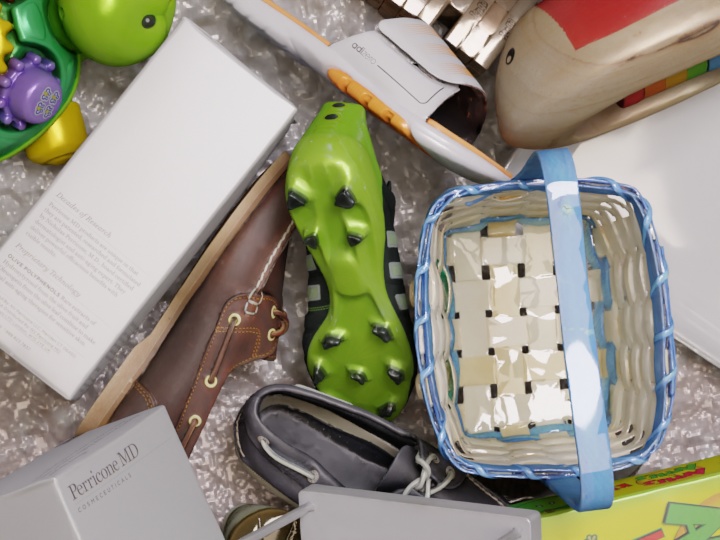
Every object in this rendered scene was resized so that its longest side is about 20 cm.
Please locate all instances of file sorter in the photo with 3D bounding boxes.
[{"bbox_3d":[0.007,0.227,1.048,0.138,0.124,0.202,3,101,30],"label":"file sorter"}]

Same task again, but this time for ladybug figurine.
[{"bbox_3d":[0.160,-0.132,1.140,0.199,0.136,0.072,-23,81,-8],"label":"ladybug figurine"}]

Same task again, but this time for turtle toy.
[{"bbox_3d":[-0.198,-0.127,1.140,0.199,0.101,0.147,-17,90,-7],"label":"turtle toy"}]

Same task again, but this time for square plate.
[{"bbox_3d":[0.197,-0.065,1.220,0.197,0.028,0.201,31,85,-4],"label":"square plate"}]

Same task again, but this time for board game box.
[{"bbox_3d":[0.161,0.161,1.109,0.199,0.048,0.102,-13,94,-6],"label":"board game box"}]

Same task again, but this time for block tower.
[{"bbox_3d":[0.003,-0.191,1.190,0.200,0.054,0.058,38,84,-3],"label":"block tower"}]

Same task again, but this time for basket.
[{"bbox_3d":[0.098,0.034,1.093,0.138,0.200,0.178,-4,86,-8],"label":"basket"}]

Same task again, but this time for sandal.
[{"bbox_3d":[0.009,-0.120,1.152,0.206,0.079,0.059,37,92,16],"label":"sandal"}]

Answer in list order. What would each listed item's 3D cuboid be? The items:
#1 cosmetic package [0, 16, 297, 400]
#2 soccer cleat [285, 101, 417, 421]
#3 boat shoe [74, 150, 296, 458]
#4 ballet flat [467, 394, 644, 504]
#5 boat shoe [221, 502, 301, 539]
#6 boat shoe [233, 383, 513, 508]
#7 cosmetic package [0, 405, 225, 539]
[{"bbox_3d":[-0.126,-0.030,1.143,0.085,0.108,0.200,37,83,-2],"label":"cosmetic package"},{"bbox_3d":[0.000,0.000,1.148,0.067,0.081,0.201,3,130,14],"label":"soccer cleat"},{"bbox_3d":[-0.077,0.031,1.165,0.070,0.070,0.201,34,93,3],"label":"boat shoe"},{"bbox_3d":[0.080,0.133,1.196,0.199,0.046,0.068,-31,70,-12],"label":"ballet flat"},{"bbox_3d":[-0.022,0.224,1.176,0.073,0.063,0.202,-30,98,-11],"label":"boat shoe"},{"bbox_3d":[0.019,0.123,1.139,0.199,0.063,0.073,28,68,9],"label":"boat shoe"},{"bbox_3d":[-0.119,0.187,1.096,0.081,0.113,0.201,-18,100,31],"label":"cosmetic package"}]
